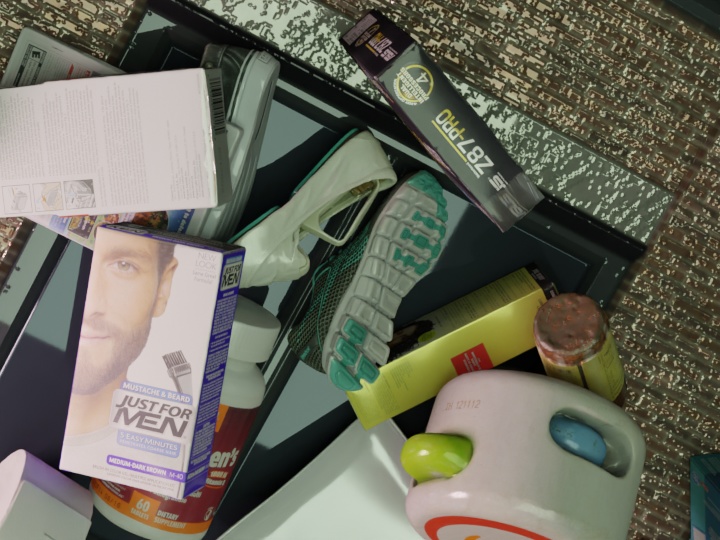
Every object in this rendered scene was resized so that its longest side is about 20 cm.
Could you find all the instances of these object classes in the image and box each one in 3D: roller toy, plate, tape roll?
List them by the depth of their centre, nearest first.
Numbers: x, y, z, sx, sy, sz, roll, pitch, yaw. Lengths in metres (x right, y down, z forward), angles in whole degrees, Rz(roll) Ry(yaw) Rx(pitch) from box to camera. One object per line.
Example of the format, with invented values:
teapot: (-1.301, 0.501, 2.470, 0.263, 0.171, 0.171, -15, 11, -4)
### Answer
tape roll: (-0.303, 0.249, 1.549, 0.071, 0.202, 0.203, 35, 98, -15)
roller toy: (0.139, 0.167, 1.557, 0.182, 0.200, 0.140, 10, 66, 17)
plate: (0.000, 0.254, 1.646, 0.199, 0.032, 0.200, -40, 95, -10)

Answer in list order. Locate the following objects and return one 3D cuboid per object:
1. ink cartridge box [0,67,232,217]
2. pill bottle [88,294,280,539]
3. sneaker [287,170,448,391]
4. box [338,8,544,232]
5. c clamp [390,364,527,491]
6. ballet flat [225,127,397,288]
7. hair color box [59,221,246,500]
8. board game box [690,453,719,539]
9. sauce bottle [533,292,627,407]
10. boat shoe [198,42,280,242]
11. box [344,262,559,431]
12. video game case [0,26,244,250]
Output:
ink cartridge box: (-0.206, -0.100, 1.491, 0.199, 0.050, 0.109, -3, 97, 13)
pill bottle: (-0.145, 0.119, 1.583, 0.109, 0.110, 0.201, 20, 102, -13)
sneaker: (0.000, 0.000, 1.590, 0.078, 0.091, 0.200, 41, 72, -41)
box: (0.061, -0.124, 1.498, 0.049, 0.200, 0.161, -42, 108, 3)
c clamp: (0.119, 0.188, 1.687, 0.171, 0.027, 0.200, 33, 100, -10)
ballet flat: (-0.048, -0.035, 1.553, 0.200, 0.069, 0.070, -42, 108, -13)
hair color box: (-0.165, 0.070, 1.494, 0.109, 0.065, 0.201, 12, 97, 13)
board game box: (0.339, 0.283, 1.676, 0.047, 0.151, 0.201, -6, 106, -7)
sauce bottle: (0.191, 0.090, 1.599, 0.066, 0.066, 0.200, -24, 147, -1)
boat shoe: (-0.125, -0.093, 1.557, 0.071, 0.072, 0.201, 21, 102, 10)
box: (0.078, 0.064, 1.619, 0.200, 0.075, 0.050, -26, 108, -2)
video game case: (-0.210, -0.091, 1.527, 0.200, 0.018, 0.144, 26, 101, 7)
